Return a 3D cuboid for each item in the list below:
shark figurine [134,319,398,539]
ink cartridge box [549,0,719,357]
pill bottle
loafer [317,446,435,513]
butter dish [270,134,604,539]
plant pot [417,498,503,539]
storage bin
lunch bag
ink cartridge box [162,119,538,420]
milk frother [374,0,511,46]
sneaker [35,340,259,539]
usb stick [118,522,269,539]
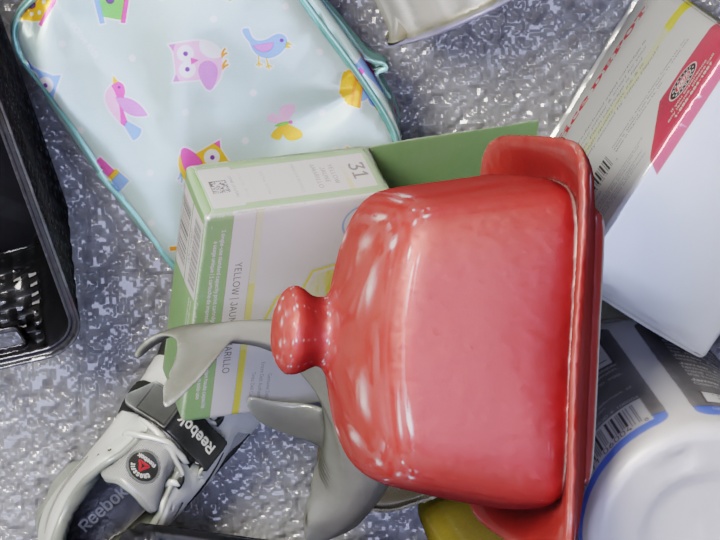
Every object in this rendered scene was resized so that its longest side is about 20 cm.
[{"bbox_3d":[-0.014,0.076,1.539,0.128,0.090,0.215,-33,139,7],"label":"shark figurine"},{"bbox_3d":[0.165,-0.058,1.547,0.083,0.200,0.145,30,99,-12],"label":"ink cartridge box"},{"bbox_3d":[0.146,0.092,1.512,0.113,0.200,0.114,-3,110,-9],"label":"pill bottle"},{"bbox_3d":[0.067,0.073,1.638,0.200,0.067,0.076,-30,102,4],"label":"loafer"},{"bbox_3d":[0.029,0.032,1.448,0.147,0.199,0.201,3,92,-13],"label":"butter dish"},{"bbox_3d":[0.159,0.204,1.617,0.199,0.176,0.201,-19,102,1],"label":"plant pot"},{"bbox_3d":[-0.232,-0.043,1.538,0.135,0.094,0.200,-14,135,1],"label":"storage bin"},{"bbox_3d":[-0.075,-0.100,1.587,0.160,0.077,0.200,-35,102,3],"label":"lunch bag"},{"bbox_3d":[0.000,0.000,1.570,0.199,0.048,0.146,-7,133,-18],"label":"ink cartridge box"},{"bbox_3d":[0.056,-0.232,1.503,0.180,0.200,0.189,-28,103,-1],"label":"milk frother"},{"bbox_3d":[-0.103,0.095,1.625,0.074,0.089,0.200,36,97,-8],"label":"sneaker"},{"bbox_3d":[-0.045,0.174,1.635,0.199,0.033,0.056,11,109,-30],"label":"usb stick"}]
